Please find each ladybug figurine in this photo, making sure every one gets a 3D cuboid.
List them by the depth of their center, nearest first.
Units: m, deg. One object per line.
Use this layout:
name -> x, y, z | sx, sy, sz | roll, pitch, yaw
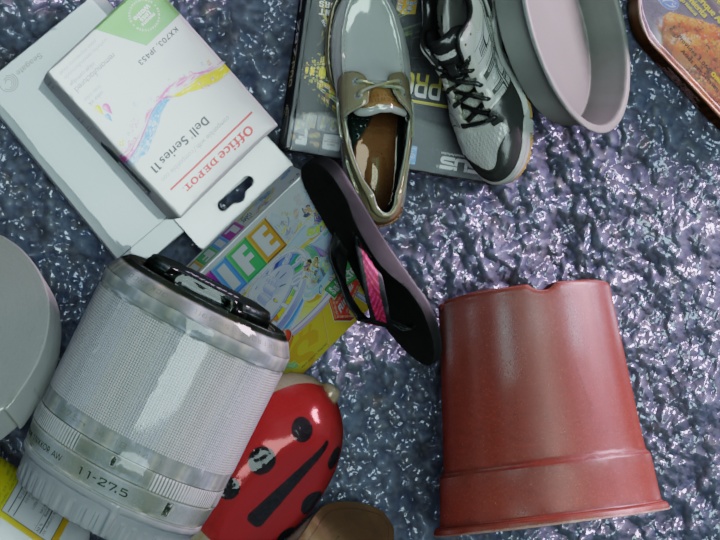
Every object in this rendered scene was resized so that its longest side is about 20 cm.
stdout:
ladybug figurine -> -0.086, 0.173, 1.557 | 0.200, 0.072, 0.136 | -49, 126, 1

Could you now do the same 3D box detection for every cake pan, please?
cake pan -> 0.171, -0.211, 1.595 | 0.036, 0.200, 0.202 | -14, 94, 31

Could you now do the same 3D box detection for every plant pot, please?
plant pot -> 0.149, 0.115, 1.581 | 0.199, 0.201, 0.197 | -5, 83, -13

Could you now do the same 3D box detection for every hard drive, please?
hard drive -> -0.207, -0.115, 1.574 | 0.132, 0.027, 0.200 | -40, 98, -10

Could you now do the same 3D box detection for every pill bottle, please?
pill bottle -> -0.291, 0.214, 1.515 | 0.199, 0.104, 0.105 | 37, 83, -10

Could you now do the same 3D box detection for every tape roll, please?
tape roll -> -0.336, 0.058, 1.482 | 0.201, 0.037, 0.204 | -5, 59, 8

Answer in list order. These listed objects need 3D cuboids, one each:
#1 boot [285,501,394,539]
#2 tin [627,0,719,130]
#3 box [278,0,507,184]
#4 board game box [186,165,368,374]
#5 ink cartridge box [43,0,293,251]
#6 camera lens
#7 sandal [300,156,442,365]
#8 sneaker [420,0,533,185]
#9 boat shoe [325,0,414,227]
boot -> -0.065, 0.270, 1.572 | 0.146, 0.200, 0.070 | -44, 75, 24
tin -> 0.326, -0.206, 1.689 | 0.112, 0.042, 0.200 | -45, 99, -5
box -> 0.037, -0.167, 1.618 | 0.198, 0.049, 0.163 | 9, 91, -13
board game box -> -0.085, 0.030, 1.578 | 0.200, 0.034, 0.135 | -44, 116, -9
ink cartridge box -> -0.151, -0.123, 1.538 | 0.117, 0.067, 0.200 | -44, 100, -10
camera lens -> -0.159, 0.100, 1.452 | 0.159, 0.160, 0.201 | 26, 92, -11
sandal -> 0.000, 0.000, 1.550 | 0.045, 0.075, 0.201 | -41, 109, -28
sneaker -> 0.084, -0.167, 1.551 | 0.087, 0.075, 0.202 | -9, 86, -55
boat shoe -> 0.014, -0.137, 1.554 | 0.074, 0.068, 0.202 | -7, 93, -12
